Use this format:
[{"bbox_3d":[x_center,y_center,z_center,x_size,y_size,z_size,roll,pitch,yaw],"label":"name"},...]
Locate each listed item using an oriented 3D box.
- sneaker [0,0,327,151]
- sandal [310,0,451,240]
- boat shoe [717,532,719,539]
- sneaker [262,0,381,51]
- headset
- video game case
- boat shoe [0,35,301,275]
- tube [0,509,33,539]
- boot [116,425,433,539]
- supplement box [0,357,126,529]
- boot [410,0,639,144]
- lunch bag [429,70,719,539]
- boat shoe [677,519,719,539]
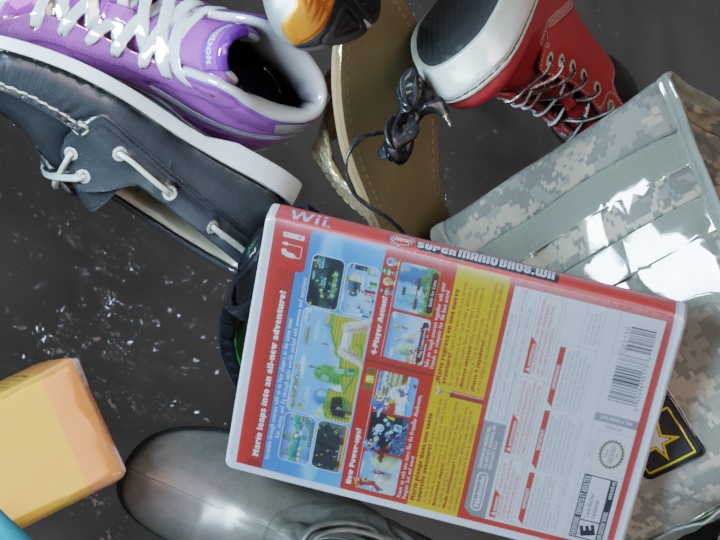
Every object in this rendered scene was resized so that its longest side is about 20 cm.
[{"bbox_3d":[-0.106,-0.124,1.042,0.199,0.114,0.073,23,81,-19],"label":"sneaker"},{"bbox_3d":[0.004,-0.053,1.115,0.078,0.069,0.213,-45,128,-35],"label":"sandal"},{"bbox_3d":[0.206,0.163,1.048,0.070,0.072,0.202,28,99,-21],"label":"boat shoe"},{"bbox_3d":[-0.047,-0.164,1.045,0.091,0.201,0.076,-22,127,14],"label":"sneaker"},{"bbox_3d":[0.000,0.000,1.047,0.122,0.201,0.094,16,43,1],"label":"headset"},{"bbox_3d":[0.042,0.055,1.002,0.198,0.017,0.144,14,120,4],"label":"video game case"},{"bbox_3d":[-0.121,-0.056,1.051,0.199,0.075,0.061,25,81,-22],"label":"boat shoe"},{"bbox_3d":[-0.139,0.187,1.024,0.200,0.050,0.078,42,82,-31],"label":"tube"},{"bbox_3d":[-0.025,0.132,1.041,0.199,0.131,0.068,23,86,-4],"label":"boot"},{"bbox_3d":[-0.218,0.112,1.011,0.199,0.069,0.067,-26,98,-23],"label":"supplement box"},{"bbox_3d":[0.098,-0.097,1.099,0.072,0.200,0.145,-30,106,22],"label":"boot"},{"bbox_3d":[0.145,0.034,1.057,0.117,0.164,0.201,16,50,-49],"label":"lunch bag"},{"bbox_3d":[0.228,0.130,1.202,0.071,0.076,0.202,16,90,-27],"label":"boat shoe"}]
